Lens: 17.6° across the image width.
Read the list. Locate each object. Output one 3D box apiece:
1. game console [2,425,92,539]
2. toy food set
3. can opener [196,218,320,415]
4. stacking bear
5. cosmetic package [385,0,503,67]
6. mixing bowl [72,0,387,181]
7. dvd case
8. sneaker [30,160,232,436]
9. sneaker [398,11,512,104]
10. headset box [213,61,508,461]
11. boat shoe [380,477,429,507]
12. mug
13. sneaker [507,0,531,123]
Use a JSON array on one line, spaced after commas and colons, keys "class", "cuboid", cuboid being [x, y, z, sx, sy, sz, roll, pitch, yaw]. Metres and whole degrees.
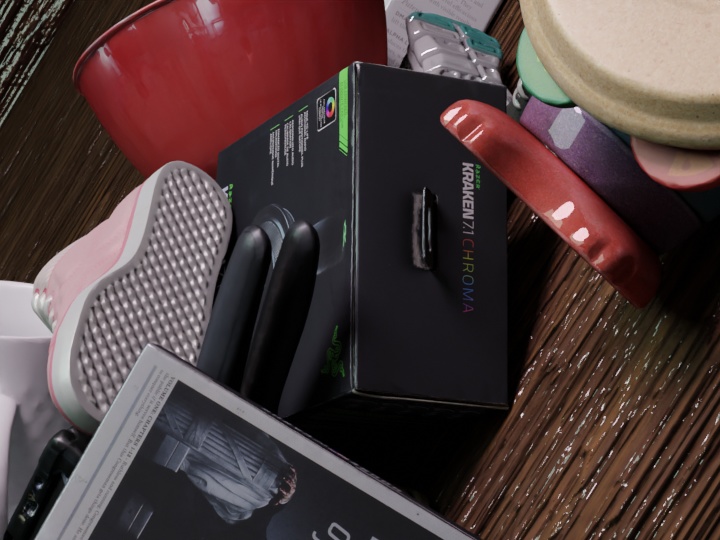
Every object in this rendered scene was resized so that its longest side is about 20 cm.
[{"class": "game console", "cuboid": [-0.141, 0.178, 1.256, 0.176, 0.116, 0.200, -31, -23, -51]}, {"class": "toy food set", "cuboid": [0.156, -0.130, 0.966, 0.199, 0.049, 0.199, -14, 60, 15]}, {"class": "can opener", "cuboid": [-0.062, 0.056, 1.161, 0.079, 0.063, 0.200, 46, 140, 31]}, {"class": "stacking bear", "cuboid": [0.152, -0.093, 1.040, 0.200, 0.121, 0.114, -47, -18, 4]}, {"class": "cosmetic package", "cuboid": [0.044, -0.182, 1.548, 0.201, 0.074, 0.102, -62, 18, -4]}, {"class": "mixing bowl", "cuboid": [-0.062, -0.096, 1.407, 0.200, 0.200, 0.109, -36, 70, 53]}, {"class": "dvd case", "cuboid": [-0.055, 0.147, 1.101, 0.151, 0.200, 0.025, -60, -18, -1]}, {"class": "sneaker", "cuboid": [-0.135, 0.033, 1.242, 0.105, 0.075, 0.201, -36, 22, 34]}, {"class": "sneaker", "cuboid": [0.050, -0.076, 1.387, 0.200, 0.077, 0.091, -87, 15, -62]}, {"class": "headset box", "cuboid": [0.000, 0.000, 1.238, 0.200, 0.092, 0.175, -24, 62, 61]}, {"class": "boat shoe", "cuboid": [-0.035, 0.140, 1.237, 0.200, 0.068, 0.072, -25, 37, 60]}, {"class": "mug", "cuboid": [-0.220, 0.112, 1.369, 0.200, 0.147, 0.176, -127, 42, -74]}, {"class": "sneaker", "cuboid": [0.101, -0.131, 1.223, 0.200, 0.115, 0.075, -36, 28, 52]}]
